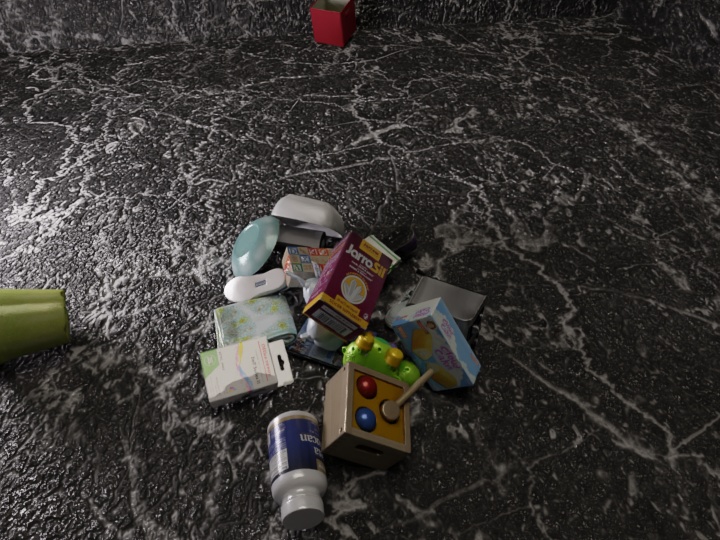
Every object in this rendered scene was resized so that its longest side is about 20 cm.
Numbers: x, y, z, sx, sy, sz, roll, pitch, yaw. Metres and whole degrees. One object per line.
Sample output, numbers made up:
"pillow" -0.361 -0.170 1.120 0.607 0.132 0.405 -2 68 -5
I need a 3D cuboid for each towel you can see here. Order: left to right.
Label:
"towel" -0.268 0.136 1.430 0.195 0.049 0.172 -12 39 -13
"towel" 0.000 0.000 1.562 0.199 0.024 0.152 -42 53 -9

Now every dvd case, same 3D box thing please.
"dvd case" -0.069 0.183 1.413 0.195 0.018 0.144 16 45 15

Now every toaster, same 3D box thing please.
"toaster" 0.191 0.122 1.356 0.196 0.184 0.119 18 41 18

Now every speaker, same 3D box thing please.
"speaker" -0.203 -0.090 1.663 0.195 0.083 0.082 10 43 9

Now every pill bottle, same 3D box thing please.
"pill bottle" -0.123 0.392 1.115 0.108 0.113 0.202 -7 43 -8

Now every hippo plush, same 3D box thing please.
"hippo plush" -0.069 0.097 1.366 0.156 0.201 0.163 -18 49 10

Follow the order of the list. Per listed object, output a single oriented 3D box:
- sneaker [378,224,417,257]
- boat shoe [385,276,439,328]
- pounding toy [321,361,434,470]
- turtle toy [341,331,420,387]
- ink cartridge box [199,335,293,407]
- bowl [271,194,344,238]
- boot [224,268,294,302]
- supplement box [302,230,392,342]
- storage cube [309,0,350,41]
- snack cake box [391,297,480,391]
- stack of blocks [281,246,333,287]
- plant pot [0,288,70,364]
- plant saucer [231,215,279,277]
"sneaker" 0.075 -0.046 1.634 0.196 0.088 0.077 -25 54 9
"boat shoe" 0.139 0.077 1.491 0.199 0.073 0.070 -33 51 -31
"pounding toy" 0.041 0.286 1.171 0.197 0.142 0.187 23 44 -22
"turtle toy" 0.047 0.219 1.298 0.197 0.148 0.101 27 22 0
"ink cartridge box" -0.258 0.225 1.300 0.195 0.068 0.120 -14 69 -16
"bowl" -0.143 -0.161 1.655 0.195 0.200 0.077 15 87 13
"boot" -0.265 0.047 1.531 0.195 0.090 0.075 -11 76 20
"supplement box" -0.026 0.037 1.294 0.129 0.103 0.203 33 55 -14
"storage cube" -0.135 -1.266 2.852 0.196 0.182 0.173 16 55 18
"snack cake box" 0.172 0.169 1.273 0.113 0.202 0.067 -18 23 40
"stack of blocks" -0.096 0.003 1.474 0.195 0.059 0.117 2 46 -26
"plant pot" -0.804 0.123 1.363 0.180 0.204 0.202 -7 41 -25
"plant saucer" -0.307 -0.075 1.585 0.198 0.038 0.205 -28 44 30
